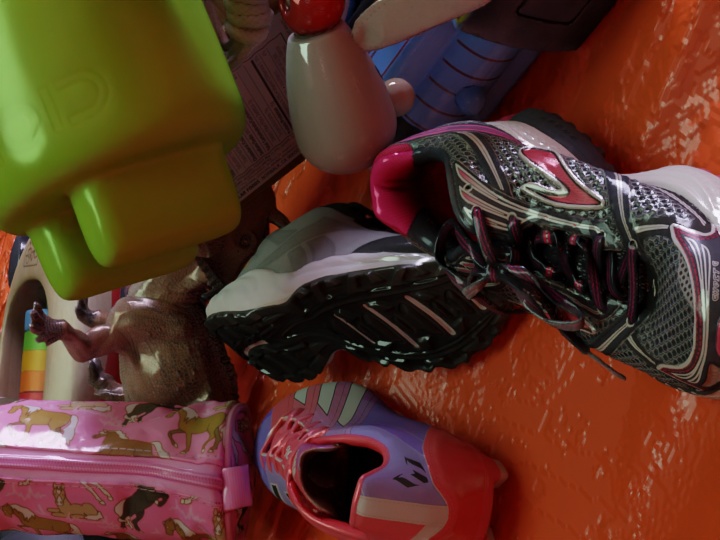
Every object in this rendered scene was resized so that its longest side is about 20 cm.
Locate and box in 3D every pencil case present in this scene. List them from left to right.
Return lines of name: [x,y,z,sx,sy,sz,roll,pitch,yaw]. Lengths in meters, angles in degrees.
pencil case: [-0.148,0.100,0.876,0.087,0.197,0.084,-81,-7,-55]

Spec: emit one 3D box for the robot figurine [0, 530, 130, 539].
robot figurine: [-0.153,0.214,0.936,0.200,0.124,0.151,56,171,52]

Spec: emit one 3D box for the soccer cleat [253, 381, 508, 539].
soccer cleat: [-0.011,0.086,0.777,0.199,0.076,0.068,12,90,61]

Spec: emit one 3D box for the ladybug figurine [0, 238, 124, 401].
ladybug figurine: [-0.182,0.060,1.096,0.135,0.071,0.203,-5,78,59]

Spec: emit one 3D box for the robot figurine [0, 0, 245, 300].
robot figurine: [-0.120,-0.094,0.712,0.175,0.115,0.202,-33,78,54]

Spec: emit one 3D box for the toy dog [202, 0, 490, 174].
toy dog: [0.003,-0.150,0.685,0.132,0.096,0.202,47,143,37]

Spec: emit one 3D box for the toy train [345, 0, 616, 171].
toy train: [0.041,-0.123,0.752,0.200,0.086,0.115,-51,45,41]

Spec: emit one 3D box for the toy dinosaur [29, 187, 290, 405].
toy dinosaur: [-0.094,0.054,0.938,0.086,0.134,0.202,-76,-17,-57]

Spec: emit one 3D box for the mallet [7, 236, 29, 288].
mallet: [-0.242,0.040,1.221,0.200,0.065,0.042,-48,37,44]

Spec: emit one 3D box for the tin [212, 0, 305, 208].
tin: [-0.073,-0.078,0.852,0.199,0.112,0.042,-38,51,-4]

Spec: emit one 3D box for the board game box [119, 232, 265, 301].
board game box: [-0.100,-0.081,1.040,0.135,0.034,0.203,-31,54,54]

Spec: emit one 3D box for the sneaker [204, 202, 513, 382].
sneaker: [0.000,0.000,0.796,0.199,0.074,0.080,-7,50,54]

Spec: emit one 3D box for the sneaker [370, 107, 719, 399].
sneaker: [0.075,-0.004,0.638,0.200,0.074,0.082,30,123,57]
